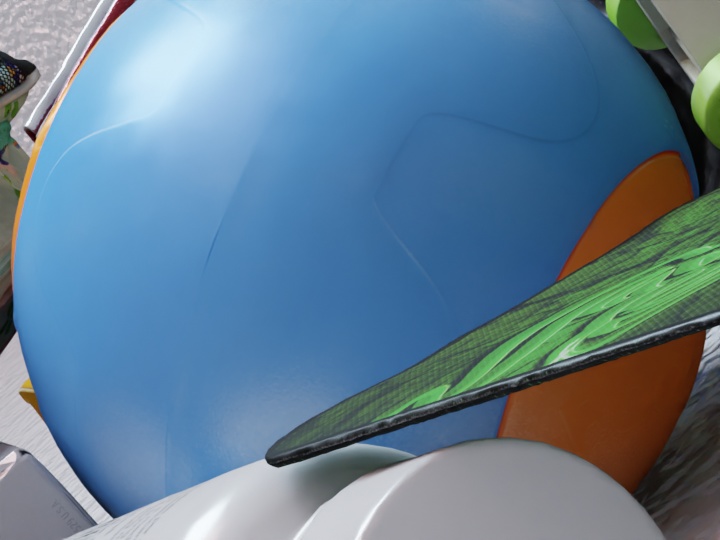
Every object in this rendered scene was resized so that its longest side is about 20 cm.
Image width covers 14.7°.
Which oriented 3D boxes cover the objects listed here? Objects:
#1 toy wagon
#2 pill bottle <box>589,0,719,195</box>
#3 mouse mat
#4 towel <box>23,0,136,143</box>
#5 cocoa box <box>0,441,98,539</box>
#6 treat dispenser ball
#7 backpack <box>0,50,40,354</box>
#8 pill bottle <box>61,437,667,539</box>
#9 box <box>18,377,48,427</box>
[{"bbox_3d":[0.093,-0.083,0.813,0.040,0.200,0.155,-35,40,6],"label":"toy wagon"},{"bbox_3d":[0.090,-0.062,1.020,0.112,0.112,0.200,-36,10,27],"label":"pill bottle"},{"bbox_3d":[0.088,-0.010,0.617,0.161,0.008,0.200,-21,6,45],"label":"mouse mat"},{"bbox_3d":[-0.019,-0.047,1.042,0.023,0.200,0.144,-3,53,53],"label":"towel"},{"bbox_3d":[-0.122,0.139,0.846,0.131,0.133,0.200,-43,9,-12],"label":"cocoa box"},{"bbox_3d":[0.000,0.000,0.800,0.201,0.201,0.201,-39,9,7],"label":"treat dispenser ball"},{"bbox_3d":[-0.188,0.005,0.839,0.178,0.151,0.200,-48,-3,22],"label":"backpack"},{"bbox_3d":[-0.014,0.101,0.645,0.114,0.114,0.200,-46,10,-32],"label":"pill bottle"},{"bbox_3d":[-0.016,0.022,1.004,0.200,0.119,0.041,-46,24,-25],"label":"box"}]
